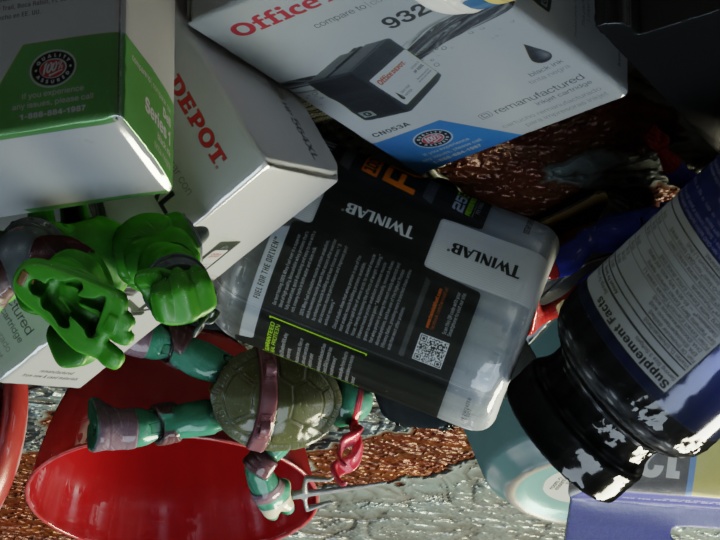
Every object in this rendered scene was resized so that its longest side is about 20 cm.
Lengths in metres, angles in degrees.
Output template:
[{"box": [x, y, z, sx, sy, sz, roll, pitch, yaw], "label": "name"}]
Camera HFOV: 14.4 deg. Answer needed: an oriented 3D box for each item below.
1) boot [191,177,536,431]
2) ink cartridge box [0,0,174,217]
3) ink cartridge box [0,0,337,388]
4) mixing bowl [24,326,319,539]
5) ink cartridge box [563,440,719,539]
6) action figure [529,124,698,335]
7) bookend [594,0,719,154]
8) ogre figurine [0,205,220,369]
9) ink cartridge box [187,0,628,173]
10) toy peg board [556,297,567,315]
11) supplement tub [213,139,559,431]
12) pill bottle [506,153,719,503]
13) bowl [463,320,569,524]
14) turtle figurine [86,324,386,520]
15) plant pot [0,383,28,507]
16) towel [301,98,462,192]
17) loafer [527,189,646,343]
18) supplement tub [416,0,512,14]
[{"box": [-0.005, 0.037, 1.721, 0.199, 0.077, 0.169, -14, 133, 10], "label": "boot"}, {"box": [-0.167, -0.135, 1.377, 0.145, 0.201, 0.084, -7, 154, 15], "label": "ink cartridge box"}, {"box": [-0.133, -0.053, 1.510, 0.200, 0.146, 0.084, -39, 159, 21], "label": "ink cartridge box"}, {"box": [-0.127, 0.106, 1.927, 0.199, 0.109, 0.200, -1, 152, 0], "label": "mixing bowl"}, {"box": [0.238, 0.102, 1.839, 0.196, 0.201, 0.047, 5, -177, -11], "label": "ink cartridge box"}, {"box": [0.172, -0.041, 1.670, 0.199, 0.065, 0.099, -20, 135, -24], "label": "action figure"}, {"box": [0.250, -0.144, 1.470, 0.198, 0.093, 0.200, -16, 148, 28], "label": "bookend"}, {"box": [-0.154, 0.006, 1.400, 0.199, 0.120, 0.098, -25, 100, 24], "label": "ogre figurine"}, {"box": [0.026, -0.143, 1.482, 0.145, 0.084, 0.200, -19, 147, 34], "label": "ink cartridge box"}, {"box": [0.226, 0.031, 1.647, 0.198, 0.098, 0.200, -26, 169, 2], "label": "toy peg board"}, {"box": [0.000, 0.000, 1.577, 0.199, 0.123, 0.123, 21, 151, 3], "label": "supplement tub"}, {"box": [0.176, 0.026, 1.497, 0.200, 0.112, 0.112, -44, 136, 17], "label": "pill bottle"}, {"box": [0.155, 0.103, 1.927, 0.199, 0.106, 0.201, -1, 152, 0], "label": "bowl"}, {"box": [-0.068, 0.076, 1.787, 0.199, 0.151, 0.101, 8, 168, -16], "label": "turtle figurine"}, {"box": [-0.326, 0.094, 1.812, 0.182, 0.202, 0.200, 18, 148, -37], "label": "plant pot"}, {"box": [-0.059, -0.064, 1.698, 0.199, 0.035, 0.192, -14, 146, 28], "label": "towel"}, {"box": [0.099, 0.000, 1.780, 0.199, 0.073, 0.072, -27, 134, 25], "label": "loafer"}, {"box": [0.106, -0.208, 1.294, 0.199, 0.145, 0.145, -14, 149, 24], "label": "supplement tub"}]
